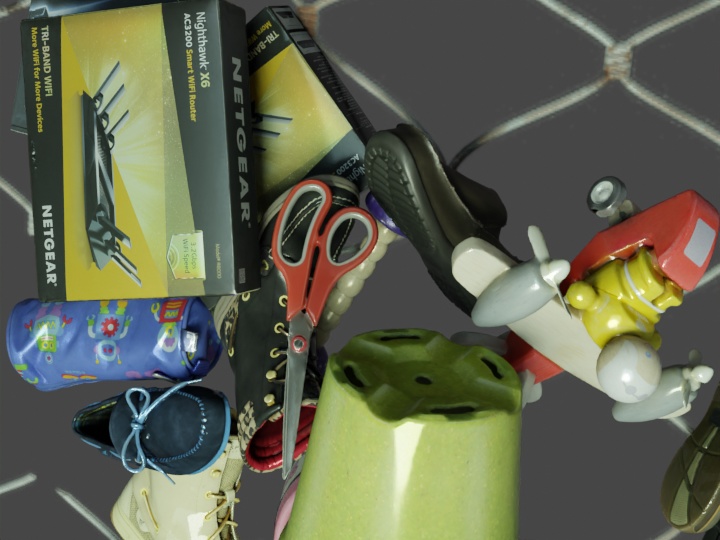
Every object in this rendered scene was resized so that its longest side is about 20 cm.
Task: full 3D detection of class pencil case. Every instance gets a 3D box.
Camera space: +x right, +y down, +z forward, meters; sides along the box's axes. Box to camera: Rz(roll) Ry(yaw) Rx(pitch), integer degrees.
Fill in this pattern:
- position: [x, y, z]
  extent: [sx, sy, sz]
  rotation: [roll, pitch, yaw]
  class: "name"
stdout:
- position: [-0.214, 0.062, 0.910]
  extent: [0.196, 0.078, 0.088]
  rotation: [-4, 70, 19]
  class: "pencil case"

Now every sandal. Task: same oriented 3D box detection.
- position: [0.296, 0.111, 0.759]
  extent: [0.054, 0.082, 0.202]
  rotation: [29, 95, -16]
  class: "sandal"

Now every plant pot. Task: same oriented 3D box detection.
- position: [0.033, 0.149, 0.704]
  extent: [0.197, 0.200, 0.187]
  rotation: [12, 113, 14]
  class: "plant pot"

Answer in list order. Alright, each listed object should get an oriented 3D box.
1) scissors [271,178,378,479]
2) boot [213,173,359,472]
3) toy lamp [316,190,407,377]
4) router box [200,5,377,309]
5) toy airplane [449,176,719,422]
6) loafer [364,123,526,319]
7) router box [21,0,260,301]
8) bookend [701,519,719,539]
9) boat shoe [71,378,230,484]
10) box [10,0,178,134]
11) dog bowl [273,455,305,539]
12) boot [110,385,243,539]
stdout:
- position: [-0.047, 0.037, 0.725]
  extent: [0.072, 0.014, 0.203]
  rotation: [20, 85, 0]
  class: "scissors"
- position: [-0.049, 0.042, 0.780]
  extent: [0.072, 0.152, 0.200]
  rotation: [14, 134, -31]
  class: "boot"
- position: [0.000, 0.000, 0.842]
  extent: [0.058, 0.058, 0.202]
  rotation: [34, 113, 6]
  class: "toy lamp"
- position: [-0.092, -0.090, 0.849]
  extent: [0.199, 0.052, 0.158]
  rotation: [-36, 91, 22]
  class: "router box"
- position: [0.161, 0.048, 0.744]
  extent: [0.196, 0.142, 0.202]
  rotation: [-10, 125, -10]
  class: "toy airplane"
- position: [0.067, -0.044, 0.771]
  extent: [0.071, 0.201, 0.073]
  rotation: [-44, 47, -9]
  class: "loafer"
- position: [-0.157, -0.082, 0.744]
  extent: [0.154, 0.052, 0.204]
  rotation: [-3, 93, 16]
  class: "router box"
- position: [0.317, 0.213, 0.716]
  extent: [0.091, 0.199, 0.203]
  rotation: [10, 110, -25]
  class: "bookend"
- position: [-0.180, 0.137, 0.861]
  extent: [0.199, 0.068, 0.086]
  rotation: [-22, 61, 48]
  class: "boat shoe"
- position: [-0.190, -0.195, 0.821]
  extent: [0.158, 0.043, 0.204]
  rotation: [16, 97, 26]
  class: "box"
- position: [0.013, 0.234, 0.888]
  extent: [0.196, 0.074, 0.204]
  rotation: [4, 105, 17]
  class: "dog bowl"
- position: [-0.122, 0.215, 0.918]
  extent: [0.199, 0.072, 0.157]
  rotation: [37, 111, 23]
  class: "boot"
